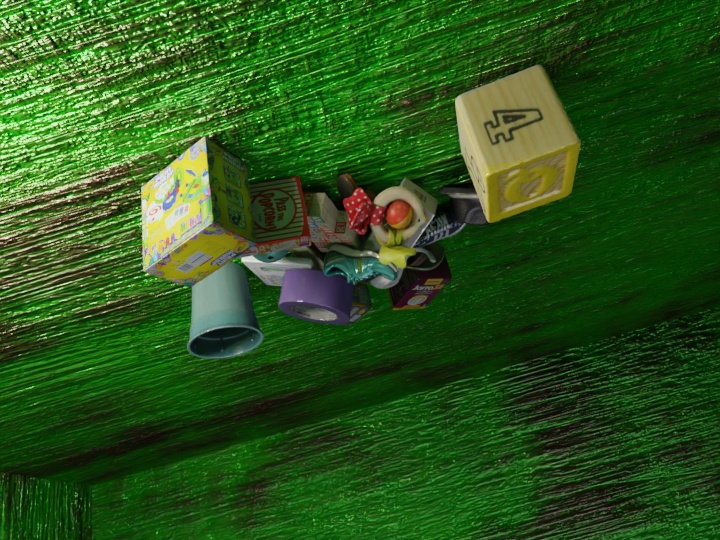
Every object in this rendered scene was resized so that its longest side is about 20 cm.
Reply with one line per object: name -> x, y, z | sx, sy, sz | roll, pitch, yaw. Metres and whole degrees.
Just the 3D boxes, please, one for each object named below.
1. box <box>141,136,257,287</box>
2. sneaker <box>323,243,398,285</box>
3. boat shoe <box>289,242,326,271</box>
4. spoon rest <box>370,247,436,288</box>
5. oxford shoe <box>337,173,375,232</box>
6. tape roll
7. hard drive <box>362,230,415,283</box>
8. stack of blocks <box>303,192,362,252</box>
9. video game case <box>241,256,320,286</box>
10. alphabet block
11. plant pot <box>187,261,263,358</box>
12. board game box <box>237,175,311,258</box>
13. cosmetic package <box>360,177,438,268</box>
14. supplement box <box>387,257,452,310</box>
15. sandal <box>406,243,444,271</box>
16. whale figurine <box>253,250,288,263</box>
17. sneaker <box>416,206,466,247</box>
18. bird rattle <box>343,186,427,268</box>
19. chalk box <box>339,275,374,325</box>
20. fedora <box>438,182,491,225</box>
box -> -0.322, -0.110, 1.063 | 0.196, 0.199, 0.121 | -27, 151, 25
sneaker -> 0.000, 0.000, 1.299 | 0.193, 0.082, 0.078 | 10, 152, 22
boat shoe -> -0.133, -0.042, 1.435 | 0.067, 0.076, 0.200 | -19, 145, 18
spoon rest -> 0.112, -0.008, 1.503 | 0.195, 0.063, 0.099 | -28, 162, 18
oxford shoe -> -0.001, -0.174, 1.276 | 0.071, 0.071, 0.201 | -44, 151, -6
tape roll -> -0.116, 0.072, 1.429 | 0.191, 0.088, 0.201 | 9, 160, 3
hard drive -> 0.043, -0.067, 1.431 | 0.135, 0.043, 0.198 | 44, 124, -13
stack of blocks -> -0.077, -0.110, 1.293 | 0.111, 0.061, 0.200 | 3, 159, 22
video game case -> -0.196, 0.006, 1.448 | 0.192, 0.025, 0.183 | 4, 159, 15
alphabet block -> 0.318, -0.255, 1.115 | 0.190, 0.207, 0.196 | -19, 154, 9
plant pot -> -0.365, 0.098, 1.425 | 0.192, 0.203, 0.202 | -11, 154, -6
board game box -> -0.212, -0.114, 1.161 | 0.192, 0.157, 0.047 | -11, 155, -10
cosmetic package -> 0.092, -0.105, 1.314 | 0.106, 0.086, 0.202 | 33, 123, -5
supplement box -> 0.179, 0.031, 1.689 | 0.126, 0.107, 0.201 | -1, 149, -24
sandal -> 0.159, -0.044, 1.560 | 0.193, 0.083, 0.058 | -4, 157, -19
whale figurine -> -0.248, -0.078, 1.261 | 0.194, 0.107, 0.159 | 6, 147, -36
sneaker -> 0.195, -0.119, 1.433 | 0.196, 0.072, 0.107 | -29, 163, 31
bird rattle -> 0.062, -0.118, 1.215 | 0.162, 0.113, 0.201 | -38, 110, 5
chalk box -> -0.047, 0.082, 1.647 | 0.195, 0.128, 0.124 | 8, 145, -40
fedora -> 0.283, -0.160, 1.301 | 0.192, 0.096, 0.201 | -3, -167, 1
